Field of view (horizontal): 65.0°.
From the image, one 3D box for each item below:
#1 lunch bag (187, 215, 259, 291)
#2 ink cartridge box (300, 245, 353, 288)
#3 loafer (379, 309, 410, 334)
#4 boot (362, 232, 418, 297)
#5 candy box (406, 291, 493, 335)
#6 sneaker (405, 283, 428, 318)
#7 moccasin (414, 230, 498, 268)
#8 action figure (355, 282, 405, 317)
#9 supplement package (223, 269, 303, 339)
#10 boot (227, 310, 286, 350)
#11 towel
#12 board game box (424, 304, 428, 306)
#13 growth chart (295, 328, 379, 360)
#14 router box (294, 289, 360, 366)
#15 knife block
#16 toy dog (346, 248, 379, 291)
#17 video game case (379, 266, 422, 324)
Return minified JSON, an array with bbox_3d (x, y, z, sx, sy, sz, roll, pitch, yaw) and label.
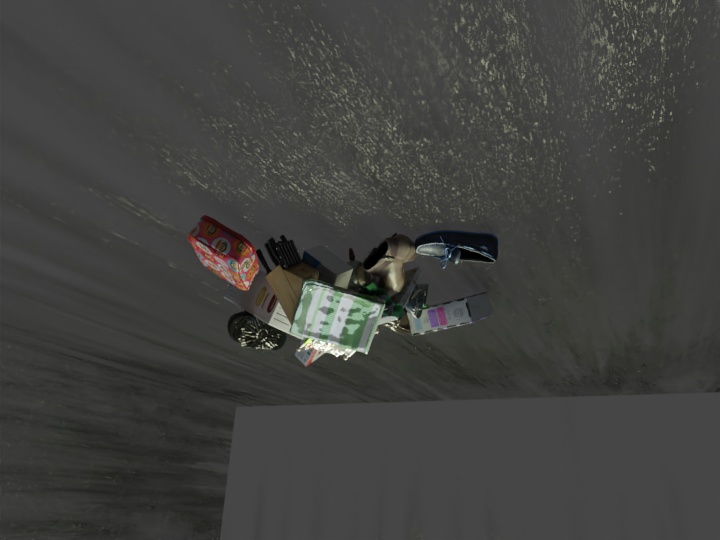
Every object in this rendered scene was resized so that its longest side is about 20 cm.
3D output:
[{"bbox_3d":[-0.333,-0.042,1.351,0.173,0.083,0.201,28,158,6],"label":"lunch bag"},{"bbox_3d":[-0.102,0.057,1.406,0.115,0.204,0.066,33,-147,25],"label":"ink cartridge box"},{"bbox_3d":[0.116,0.145,1.726,0.197,0.075,0.071,16,152,-40],"label":"loafer"},{"bbox_3d":[0.057,-0.007,1.361,0.144,0.070,0.202,2,129,-49],"label":"boot"},{"bbox_3d":[0.259,0.125,1.639,0.197,0.073,0.166,-18,174,33],"label":"candy box"},{"bbox_3d":[0.134,0.080,1.555,0.084,0.080,0.200,8,-172,12],"label":"sneaker"},{"bbox_3d":[0.223,-0.050,1.308,0.194,0.070,0.081,-2,154,7],"label":"moccasin"},{"bbox_3d":[0.018,0.084,1.420,0.119,0.055,0.199,50,157,-15],"label":"action figure"},{"bbox_3d":[-0.240,0.079,1.530,0.197,0.113,0.155,23,173,37],"label":"supplement package"},{"bbox_3d":[-0.314,0.149,1.527,0.156,0.081,0.210,24,173,37],"label":"boot"},{"bbox_3d":[-0.054,0.109,1.318,0.195,0.024,0.156,16,114,-9],"label":"towel"},{"bbox_3d":[0.105,0.092,1.732,0.196,0.031,0.095,17,155,-24],"label":"board game box"},{"bbox_3d":[-0.051,0.167,1.419,0.145,0.018,0.198,-46,140,20],"label":"growth chart"},{"bbox_3d":[-0.086,0.155,1.616,0.179,0.049,0.202,-30,153,-54],"label":"router box"},{"bbox_3d":[-0.185,0.024,1.374,0.173,0.205,0.063,23,-150,32],"label":"knife block"},{"bbox_3d":[0.000,0.000,1.474,0.128,0.099,0.200,-3,172,3],"label":"toy dog"},{"bbox_3d":[0.061,0.080,1.524,0.198,0.183,0.023,-22,117,45],"label":"video game case"}]
